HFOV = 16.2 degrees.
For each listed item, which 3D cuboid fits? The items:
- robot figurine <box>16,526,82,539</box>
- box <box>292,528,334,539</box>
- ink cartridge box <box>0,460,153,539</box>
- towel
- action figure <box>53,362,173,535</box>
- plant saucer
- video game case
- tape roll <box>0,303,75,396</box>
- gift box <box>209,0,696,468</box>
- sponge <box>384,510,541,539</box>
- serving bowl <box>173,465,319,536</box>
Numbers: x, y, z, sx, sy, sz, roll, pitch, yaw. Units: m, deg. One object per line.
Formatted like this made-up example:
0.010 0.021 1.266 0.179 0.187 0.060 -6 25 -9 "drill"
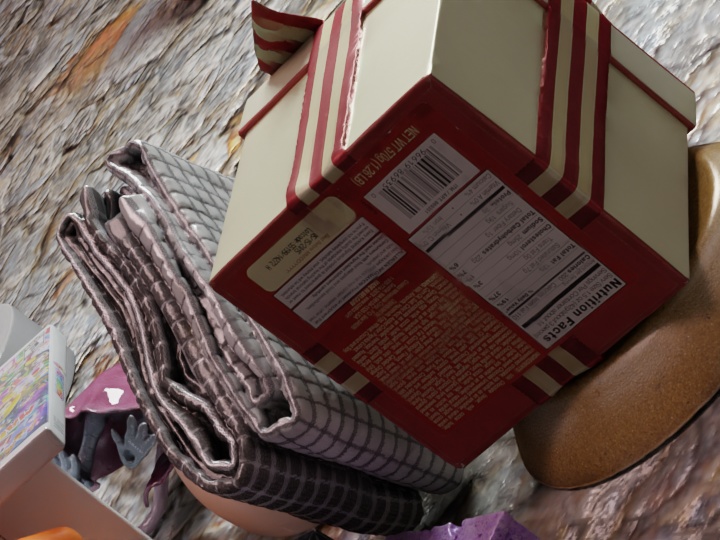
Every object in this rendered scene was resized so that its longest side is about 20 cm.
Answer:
-0.167 0.220 1.344 0.200 0.116 0.144 -31 -30 -53 "robot figurine"
-0.068 0.217 1.232 0.159 0.046 0.200 -61 8 -22 "box"
-0.203 0.175 1.528 0.085 0.146 0.200 -55 19 -17 "ink cartridge box"
-0.054 0.040 1.271 0.086 0.165 0.200 -46 56 17 "towel"
-0.108 0.068 1.626 0.200 0.133 0.150 -54 -31 -48 "action figure"
0.131 0.010 1.204 0.200 0.035 0.200 -46 20 22 "plant saucer"
-0.224 0.109 1.443 0.143 0.018 0.200 -41 16 5 "video game case"
-0.310 0.126 1.996 0.200 0.066 0.201 -45 19 21 "tape roll"
0.041 -0.060 1.189 0.184 0.200 0.187 -37 23 28 "gift box"
0.007 0.207 1.157 0.111 0.030 0.201 -20 37 59 "sponge"
-0.053 0.045 1.419 0.200 0.066 0.201 -24 56 42 "serving bowl"
